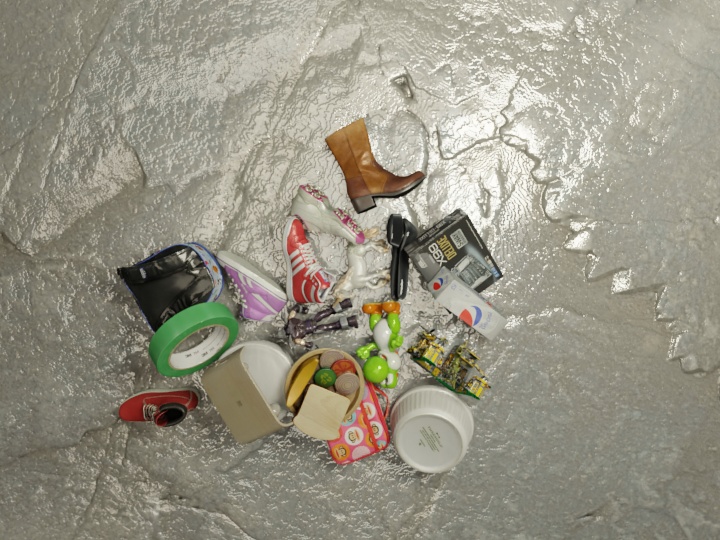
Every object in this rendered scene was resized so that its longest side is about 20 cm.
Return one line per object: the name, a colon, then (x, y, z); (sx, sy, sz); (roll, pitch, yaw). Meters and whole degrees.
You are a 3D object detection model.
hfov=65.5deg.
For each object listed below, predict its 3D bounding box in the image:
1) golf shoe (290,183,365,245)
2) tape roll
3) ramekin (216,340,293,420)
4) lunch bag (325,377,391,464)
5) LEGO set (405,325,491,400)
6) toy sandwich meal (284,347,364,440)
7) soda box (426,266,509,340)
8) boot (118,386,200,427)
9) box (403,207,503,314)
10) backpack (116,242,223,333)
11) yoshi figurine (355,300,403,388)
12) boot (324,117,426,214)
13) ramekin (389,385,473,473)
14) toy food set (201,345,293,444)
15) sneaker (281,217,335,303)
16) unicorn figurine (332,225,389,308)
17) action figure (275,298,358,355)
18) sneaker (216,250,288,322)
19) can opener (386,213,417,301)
golf shoe: (-0.079, -0.113, 1.303); (0.200, 0.075, 0.092); (40, 109, 11)
tape roll: (-0.375, 0.158, 1.270); (0.200, 0.200, 0.048); (-44, 65, 4)
ramekin: (-0.243, 0.257, 1.322); (0.200, 0.094, 0.204); (0, 96, 0)
lunch bag: (-0.013, 0.346, 1.346); (0.175, 0.082, 0.202); (-20, 94, -2)
LEGO set: (0.216, 0.196, 1.286); (0.199, 0.154, 0.116); (35, 74, -3)
toy sandwich meal: (-0.080, 0.274, 1.247); (0.203, 0.070, 0.207); (-2, 99, -13)
soda box: (0.244, 0.077, 1.269); (0.199, 0.068, 0.064); (35, 103, -28)
boot: (-0.493, 0.332, 1.316); (0.198, 0.144, 0.073); (-11, 97, 3)
box: (0.214, -0.019, 1.280); (0.157, 0.050, 0.200); (-35, 120, 3)
backpack: (-0.413, 0.030, 1.281); (0.190, 0.154, 0.201); (-29, 97, 12)
yoshi figurine: (0.046, 0.175, 1.295); (0.111, 0.112, 0.202); (-3, 84, -9)
boot: (0.036, -0.257, 1.304); (0.187, 0.068, 0.202); (-22, 88, 10)
ramekin: (0.164, 0.380, 1.312); (0.200, 0.094, 0.204); (3, 108, 10)
toy food set: (-0.249, 0.278, 1.230); (0.143, 0.060, 0.201); (-30, 93, 32)
sneaker: (-0.117, -0.020, 1.282); (0.112, 0.071, 0.202); (6, 107, 32)
unicorn figurine: (0.000, 0.000, 1.310); (0.136, 0.074, 0.202); (-3, 68, -2)
action figure: (-0.108, 0.130, 1.318); (0.198, 0.069, 0.131); (-16, 78, -7)
sneaker: (-0.277, 0.047, 1.322); (0.200, 0.073, 0.115); (37, 98, -3)
can opener: (0.090, -0.029, 1.296); (0.078, 0.063, 0.202); (5, 83, -19)
